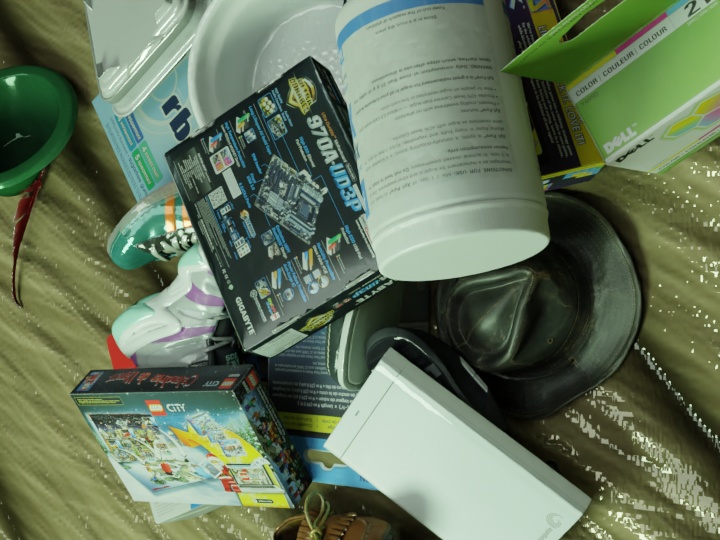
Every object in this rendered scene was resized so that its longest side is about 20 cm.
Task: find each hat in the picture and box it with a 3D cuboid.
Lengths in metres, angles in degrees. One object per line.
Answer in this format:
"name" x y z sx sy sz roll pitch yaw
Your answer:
"hat" -0.388 -0.110 1.508 0.200 0.176 0.166 -39 59 -11
"hat" 0.126 0.028 1.079 0.200 0.081 0.202 -1 88 37

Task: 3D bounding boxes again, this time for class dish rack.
"dish rack" -0.228 -0.275 1.332 0.172 0.043 0.201 -41 48 28

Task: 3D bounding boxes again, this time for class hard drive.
"hard drive" 0.075 0.166 1.075 0.200 0.027 0.132 37 134 5

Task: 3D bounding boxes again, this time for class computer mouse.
"computer mouse" 0.071 0.132 1.104 0.200 0.046 0.140 44 134 -1

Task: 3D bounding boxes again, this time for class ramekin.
"ramekin" -0.046 -0.175 1.173 0.200 0.098 0.202 -2 83 21

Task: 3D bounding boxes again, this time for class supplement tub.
"supplement tub" 0.058 -0.105 0.951 0.132 0.132 0.201 -19 73 35

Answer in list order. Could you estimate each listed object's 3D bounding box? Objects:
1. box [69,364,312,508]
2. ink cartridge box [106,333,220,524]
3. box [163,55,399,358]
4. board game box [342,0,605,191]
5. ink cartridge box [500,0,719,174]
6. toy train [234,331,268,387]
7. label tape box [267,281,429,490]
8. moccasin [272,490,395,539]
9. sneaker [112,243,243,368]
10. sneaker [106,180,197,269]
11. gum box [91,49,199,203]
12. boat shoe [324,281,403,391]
"box" -0.156 0.152 1.192 0.199 0.038 0.137 -4 122 34
"ink cartridge box" -0.175 0.140 1.312 0.116 0.067 0.201 -27 74 32
"box" -0.060 -0.052 1.078 0.159 0.046 0.201 -32 68 16
"board game box" 0.090 -0.153 1.064 0.057 0.165 0.201 118 138 -74
"ink cartridge box" 0.216 -0.144 0.938 0.148 0.200 0.076 -36 69 31
"toy train" -0.123 0.028 1.298 0.046 0.034 0.201 -20 77 22
"label tape box" -0.012 0.092 1.193 0.143 0.066 0.201 1 91 36
"moccasin" -0.028 0.239 1.144 0.074 0.077 0.201 -67 15 -12
"sneaker" -0.127 0.054 1.209 0.200 0.078 0.140 -42 77 27
"sneaker" -0.153 -0.048 1.265 0.200 0.071 0.080 -32 69 7
"gum box" -0.173 -0.164 1.328 0.200 0.044 0.170 -38 67 29
"boat shoe" 0.000 0.000 1.107 0.060 0.076 0.201 12 84 33
